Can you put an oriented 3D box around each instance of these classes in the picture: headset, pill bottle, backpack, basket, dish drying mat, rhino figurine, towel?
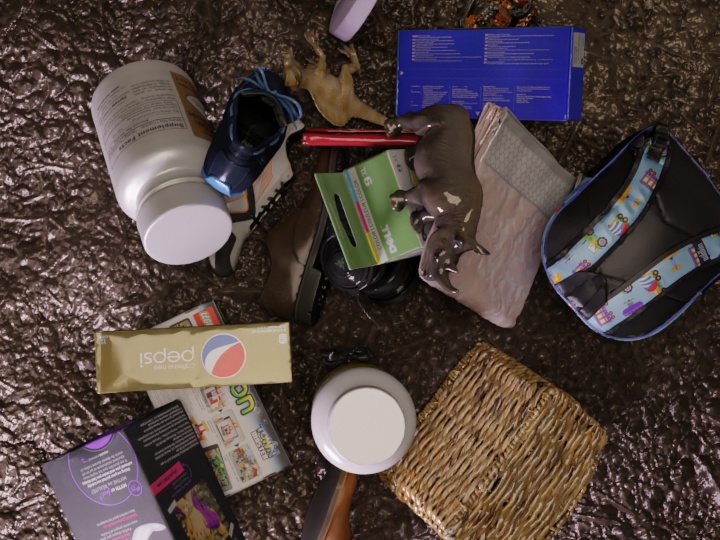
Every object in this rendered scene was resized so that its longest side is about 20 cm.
[{"bbox_3d":[0.000,0.000,1.103,0.094,0.123,0.200,-11,68,35],"label":"headset"},{"bbox_3d":[0.002,0.148,1.052,0.104,0.200,0.104,0,88,-3],"label":"pill bottle"},{"bbox_3d":[0.286,-0.028,1.104,0.200,0.135,0.183,-43,91,-5],"label":"backpack"},{"bbox_3d":[0.149,0.204,1.125,0.143,0.149,0.200,39,86,-33],"label":"basket"},{"bbox_3d":[-0.199,-0.109,1.057,0.114,0.114,0.200,-22,56,-3],"label":"pill bottle"},{"bbox_3d":[0.041,-0.140,1.097,0.200,0.077,0.018,0,96,1],"label":"dish drying mat"},{"bbox_3d":[0.076,-0.071,0.974,0.087,0.060,0.200,-23,59,32],"label":"rhino figurine"},{"bbox_3d":[0.148,-0.049,1.082,0.032,0.200,0.191,20,84,37],"label":"towel"}]

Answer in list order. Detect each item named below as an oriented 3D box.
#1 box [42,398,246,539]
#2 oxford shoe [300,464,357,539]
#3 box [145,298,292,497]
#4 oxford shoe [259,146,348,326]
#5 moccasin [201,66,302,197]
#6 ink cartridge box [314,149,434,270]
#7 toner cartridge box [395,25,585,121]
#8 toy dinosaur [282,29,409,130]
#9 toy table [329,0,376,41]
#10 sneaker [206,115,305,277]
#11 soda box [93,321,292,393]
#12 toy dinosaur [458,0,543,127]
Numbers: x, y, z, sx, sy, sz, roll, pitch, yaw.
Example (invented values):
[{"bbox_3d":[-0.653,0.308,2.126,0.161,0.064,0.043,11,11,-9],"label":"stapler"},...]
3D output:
[{"bbox_3d":[-0.214,0.254,1.065,0.122,0.106,0.200,-25,89,26],"label":"box"},{"bbox_3d":[-0.027,0.299,1.115,0.071,0.071,0.200,12,96,-12],"label":"oxford shoe"},{"bbox_3d":[-0.165,0.144,1.127,0.110,0.035,0.200,-25,89,-4],"label":"box"},{"bbox_3d":[-0.064,-0.047,1.125,0.084,0.073,0.200,14,80,13],"label":"oxford shoe"},{"bbox_3d":[-0.097,-0.148,1.037,0.080,0.200,0.068,27,128,-16],"label":"moccasin"},{"bbox_3d":[0.044,-0.067,1.064,0.059,0.200,0.104,-22,85,31],"label":"ink cartridge box"},{"bbox_3d":[0.134,-0.207,1.094,0.200,0.043,0.095,7,99,31],"label":"toner cartridge box"},{"bbox_3d":[-0.026,-0.196,1.129,0.058,0.200,0.101,-31,56,35],"label":"toy dinosaur"},{"bbox_3d":[-0.022,-0.358,1.099,0.117,0.184,0.200,25,74,-18],"label":"toy table"},{"bbox_3d":[-0.115,-0.087,1.122,0.080,0.074,0.200,16,87,-4],"label":"sneaker"},{"bbox_3d":[-0.171,0.089,1.078,0.200,0.068,0.064,-4,88,-3],"label":"soda box"},{"bbox_3d":[0.166,-0.239,1.146,0.136,0.102,0.200,22,112,12],"label":"toy dinosaur"}]
